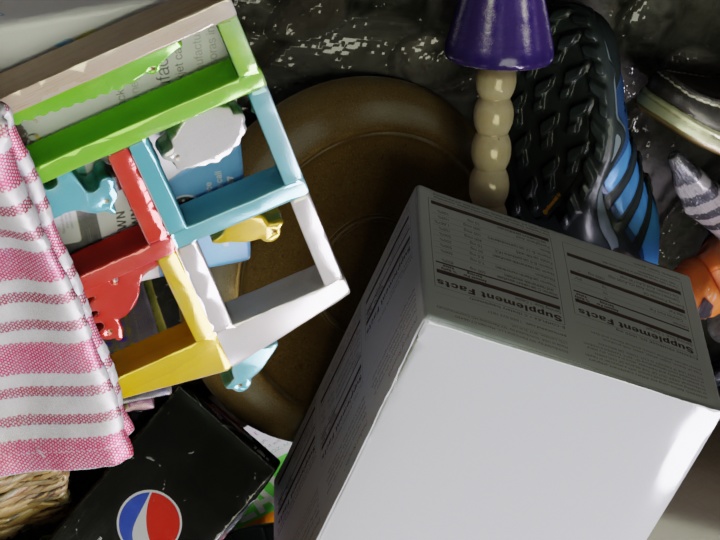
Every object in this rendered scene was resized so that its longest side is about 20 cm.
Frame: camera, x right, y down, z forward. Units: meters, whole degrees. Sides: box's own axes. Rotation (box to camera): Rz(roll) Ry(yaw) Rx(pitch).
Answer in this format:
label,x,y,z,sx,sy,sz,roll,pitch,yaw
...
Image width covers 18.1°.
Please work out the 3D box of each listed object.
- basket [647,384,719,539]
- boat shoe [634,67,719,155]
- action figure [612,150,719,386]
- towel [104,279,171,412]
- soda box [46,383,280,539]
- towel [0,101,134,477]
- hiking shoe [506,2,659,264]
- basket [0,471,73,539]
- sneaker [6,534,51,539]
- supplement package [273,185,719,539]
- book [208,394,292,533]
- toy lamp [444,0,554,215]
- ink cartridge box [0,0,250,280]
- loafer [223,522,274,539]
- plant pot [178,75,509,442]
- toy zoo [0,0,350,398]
label,x,y,z,sx,sy,sz,roll,pitch,yaw
basket,0.172,0.123,1.295,0.198,0.181,0.137,10,120,-12
boat shoe,0.236,-0.090,1.222,0.199,0.073,0.065,8,114,-34
action figure,0.236,-0.021,1.209,0.199,0.105,0.193,-33,164,22
towel,-0.196,0.012,1.100,0.198,0.145,0.023,-9,159,-8
soda box,-0.129,0.156,1.173,0.071,0.063,0.200,40,90,2
towel,-0.191,0.021,0.973,0.145,0.030,0.201,-12,129,5
hiking shoe,0.119,-0.049,1.214,0.087,0.074,0.202,-34,126,-53
basket,-0.257,0.074,1.162,0.198,0.150,0.143,-17,160,-8
sneaker,-0.168,0.173,1.247,0.199,0.072,0.083,-37,90,9
supplement package,0.062,0.088,1.121,0.155,0.111,0.201,17,123,-13
book,-0.021,0.136,1.303,0.133,0.048,0.200,-30,128,10
toy lamp,0.067,-0.057,1.155,0.058,0.058,0.202,-3,110,-17
ink cartridge box,-0.166,-0.082,1.032,0.198,0.146,0.148,-12,127,-10
loafer,-0.067,0.196,1.283,0.199,0.073,0.072,-26,146,35
plant pot,0.000,0.000,1.182,0.199,0.027,0.202,-10,111,-28
toy zoo,-0.085,-0.019,0.998,0.130,0.021,0.201,-23,128,-3
